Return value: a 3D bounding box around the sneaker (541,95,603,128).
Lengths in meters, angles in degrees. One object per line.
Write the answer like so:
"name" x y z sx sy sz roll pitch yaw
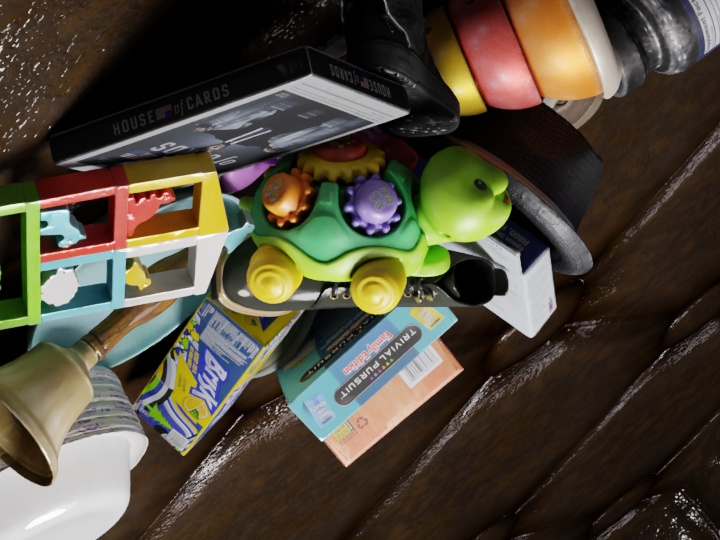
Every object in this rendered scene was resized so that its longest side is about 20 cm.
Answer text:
"sneaker" 0.123 -0.115 1.802 0.200 0.071 0.075 -49 139 12

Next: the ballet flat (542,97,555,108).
"ballet flat" 0.110 -0.125 1.729 0.200 0.073 0.073 -47 158 17

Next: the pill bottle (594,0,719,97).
"pill bottle" 0.272 -0.236 1.721 0.199 0.112 0.112 -36 159 -10

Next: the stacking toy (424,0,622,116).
"stacking toy" 0.087 -0.164 1.567 0.199 0.147 0.146 -25 159 4

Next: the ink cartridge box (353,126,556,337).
"ink cartridge box" 0.066 -0.044 1.633 0.043 0.196 0.200 -50 162 -12

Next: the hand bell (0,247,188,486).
"hand bell" -0.189 0.049 1.482 0.200 0.104 0.104 -45 163 -26

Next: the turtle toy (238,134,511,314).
"turtle toy" 0.009 -0.045 1.467 0.146 0.198 0.102 -67 159 -60

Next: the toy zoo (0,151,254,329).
"toy zoo" -0.170 -0.021 1.411 0.198 0.021 0.132 -11 142 -16

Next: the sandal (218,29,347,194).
"sandal" -0.030 -0.121 1.522 0.203 0.050 0.082 -43 159 8

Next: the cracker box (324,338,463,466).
"cracker box" 0.003 0.087 1.839 0.134 0.058 0.200 -40 -164 -2

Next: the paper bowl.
"paper bowl" -0.257 0.165 1.581 0.200 0.105 0.201 -25 162 -9

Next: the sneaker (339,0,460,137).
"sneaker" 0.025 -0.169 1.456 0.060 0.105 0.200 -6 165 17

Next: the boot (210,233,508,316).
"boot" 0.000 0.000 1.550 0.199 0.138 0.078 -10 104 -40

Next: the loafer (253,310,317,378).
"loafer" -0.071 0.012 1.706 0.069 0.075 0.200 4 134 -40

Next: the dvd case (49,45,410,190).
"dvd case" -0.086 -0.098 1.380 0.199 0.025 0.150 -17 168 24

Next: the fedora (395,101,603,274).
"fedora" 0.124 -0.085 1.635 0.092 0.200 0.201 -52 160 -8

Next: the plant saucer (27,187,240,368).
"plant saucer" -0.174 0.002 1.543 0.199 0.036 0.200 -34 158 -16

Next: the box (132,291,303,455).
"box" -0.116 0.069 1.672 0.070 0.064 0.200 -46 177 -38

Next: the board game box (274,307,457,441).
"board game box" -0.005 0.051 1.758 0.151 0.047 0.200 -42 -163 3
